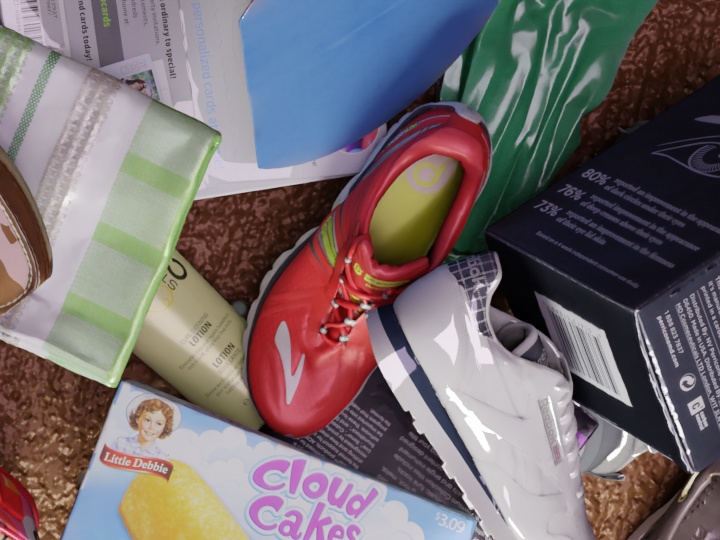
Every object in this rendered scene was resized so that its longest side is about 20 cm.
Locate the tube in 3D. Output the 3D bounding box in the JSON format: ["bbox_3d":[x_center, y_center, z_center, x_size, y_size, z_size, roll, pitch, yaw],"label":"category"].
[{"bbox_3d":[-0.121,0.008,1.518,0.200,0.058,0.052,44,124,-10],"label":"tube"}]

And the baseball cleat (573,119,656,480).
[{"bbox_3d":[0.153,0.018,1.576,0.106,0.070,0.201,14,106,-21],"label":"baseball cleat"}]

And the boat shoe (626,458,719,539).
[{"bbox_3d":[0.214,0.125,1.604,0.072,0.060,0.200,39,90,-15],"label":"boat shoe"}]

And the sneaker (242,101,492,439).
[{"bbox_3d":[0.000,0.000,1.471,0.077,0.085,0.201,29,99,-7],"label":"sneaker"}]

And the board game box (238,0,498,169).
[{"bbox_3d":[-0.003,-0.139,1.425,0.158,0.200,0.039,-34,65,-16],"label":"board game box"}]

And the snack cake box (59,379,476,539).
[{"bbox_3d":[-0.050,0.145,1.478,0.199,0.067,0.116,21,87,3],"label":"snack cake box"}]

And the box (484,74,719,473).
[{"bbox_3d":[0.190,-0.010,1.459,0.199,0.148,0.105,-32,120,-16],"label":"box"}]

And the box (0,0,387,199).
[{"bbox_3d":[-0.091,-0.115,1.489,0.199,0.041,0.157,-10,97,-16],"label":"box"}]

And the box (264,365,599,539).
[{"bbox_3d":[0.013,0.119,1.530,0.143,0.036,0.200,37,85,4],"label":"box"}]

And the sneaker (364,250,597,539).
[{"bbox_3d":[0.081,0.083,1.448,0.080,0.076,0.201,-32,117,4],"label":"sneaker"}]

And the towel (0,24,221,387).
[{"bbox_3d":[-0.186,-0.044,1.435,0.199,0.031,0.150,24,101,4],"label":"towel"}]

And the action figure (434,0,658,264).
[{"bbox_3d":[0.076,-0.081,1.541,0.117,0.055,0.201,17,103,-16],"label":"action figure"}]

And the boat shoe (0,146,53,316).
[{"bbox_3d":[-0.230,-0.061,1.389,0.076,0.074,0.200,-39,92,9],"label":"boat shoe"}]

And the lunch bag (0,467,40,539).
[{"bbox_3d":[-0.263,0.131,1.464,0.200,0.082,0.176,38,107,-27],"label":"lunch bag"}]
